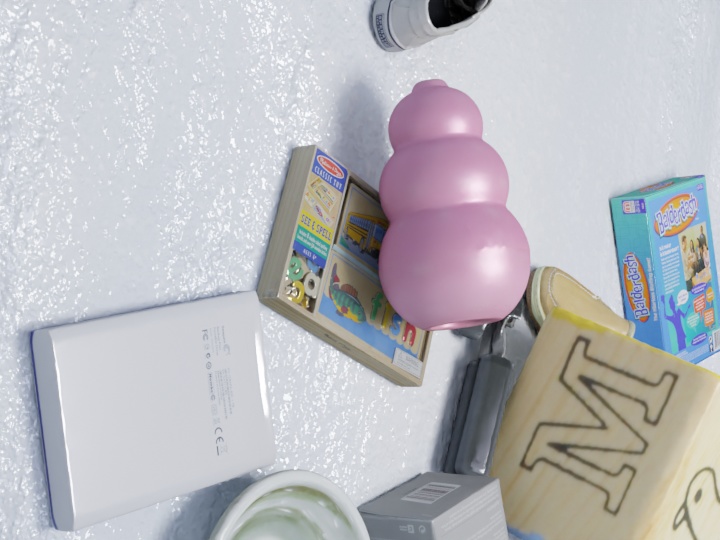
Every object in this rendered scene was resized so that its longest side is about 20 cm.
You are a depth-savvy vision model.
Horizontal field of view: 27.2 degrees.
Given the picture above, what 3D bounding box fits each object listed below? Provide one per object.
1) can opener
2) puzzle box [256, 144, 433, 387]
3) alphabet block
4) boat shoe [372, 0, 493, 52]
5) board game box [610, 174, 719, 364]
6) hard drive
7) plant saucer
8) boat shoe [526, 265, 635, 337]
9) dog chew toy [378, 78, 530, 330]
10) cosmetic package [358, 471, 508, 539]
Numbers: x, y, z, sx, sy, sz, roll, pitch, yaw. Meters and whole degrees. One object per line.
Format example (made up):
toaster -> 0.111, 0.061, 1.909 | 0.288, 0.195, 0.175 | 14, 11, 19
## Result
can opener -> 0.104, 0.093, 1.339 | 0.066, 0.053, 0.201 | 16, 70, -14
puzzle box -> 0.000, 0.000, 1.223 | 0.200, 0.025, 0.134 | 33, 62, -45
alphabet block -> 0.245, 0.175, 1.340 | 0.195, 0.196, 0.201 | 26, 89, -48
boat shoe -> 0.088, -0.251, 1.317 | 0.200, 0.065, 0.072 | -34, 114, -47
board game box -> 0.341, 0.006, 1.632 | 0.152, 0.045, 0.202 | -17, 101, -50
hard drive -> -0.140, 0.093, 1.042 | 0.199, 0.025, 0.133 | -11, 96, -51
plant saucer -> -0.066, 0.248, 1.105 | 0.199, 0.050, 0.202 | 5, 84, -52
boat shoe -> 0.238, 0.058, 1.475 | 0.200, 0.076, 0.072 | 42, 56, -41
dog chew toy -> 0.069, -0.055, 1.206 | 0.124, 0.124, 0.202 | 2, 77, -51
cosmetic package -> 0.074, 0.282, 1.252 | 0.107, 0.090, 0.202 | -19, 105, -50
